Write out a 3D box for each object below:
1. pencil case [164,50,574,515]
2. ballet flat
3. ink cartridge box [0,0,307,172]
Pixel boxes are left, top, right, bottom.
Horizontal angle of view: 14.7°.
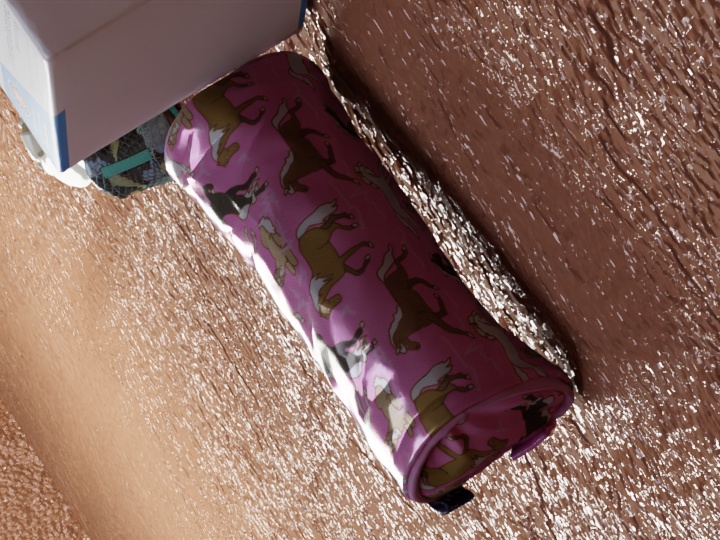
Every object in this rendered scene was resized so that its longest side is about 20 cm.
[{"bbox_3d":[0.000,0.000,1.134,0.200,0.083,0.087,52,155,24],"label":"pencil case"},{"bbox_3d":[-0.155,-0.081,1.549,0.074,0.074,0.200,62,167,-18],"label":"ballet flat"},{"bbox_3d":[-0.123,-0.168,1.106,0.200,0.125,0.129,55,167,13],"label":"ink cartridge box"}]
